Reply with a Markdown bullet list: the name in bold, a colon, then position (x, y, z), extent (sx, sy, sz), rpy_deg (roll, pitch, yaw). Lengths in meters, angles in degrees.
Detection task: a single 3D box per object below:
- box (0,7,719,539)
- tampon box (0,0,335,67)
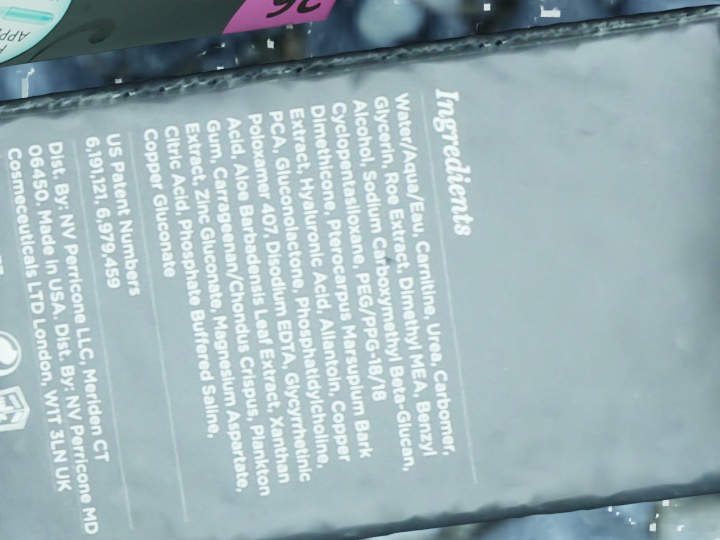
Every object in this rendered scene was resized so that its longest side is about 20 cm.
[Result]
- **box**: position (0.000, 0.000, 0.697), extent (0.200, 0.197, 0.118), rpy_deg (-8, 94, 3)
- **tampon box**: position (-0.058, -0.165, 0.634), extent (0.126, 0.150, 0.200), rpy_deg (50, 132, 27)
